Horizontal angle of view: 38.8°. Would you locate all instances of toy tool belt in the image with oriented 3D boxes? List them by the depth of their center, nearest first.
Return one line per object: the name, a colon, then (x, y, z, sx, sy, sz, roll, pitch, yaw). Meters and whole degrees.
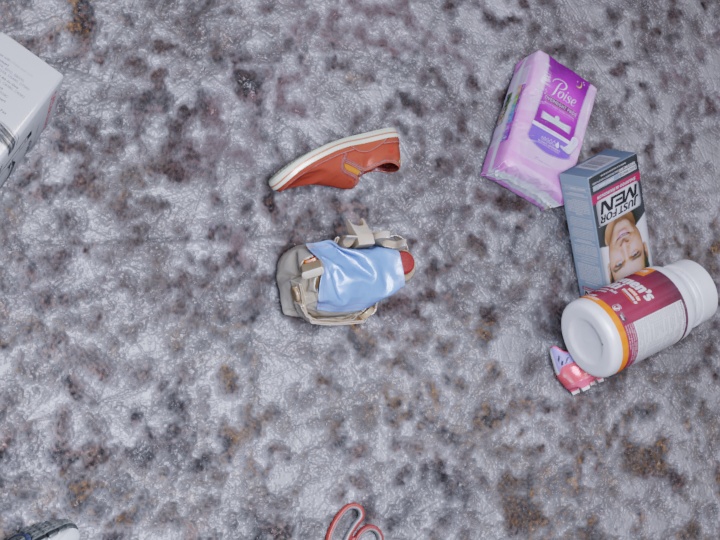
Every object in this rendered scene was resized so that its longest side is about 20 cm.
toy tool belt: (0.000, 0.000, 1.272, 0.199, 0.123, 0.126, -11, 83, -26)

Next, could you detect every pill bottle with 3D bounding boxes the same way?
pill bottle: (0.378, 0.059, 1.377, 0.199, 0.109, 0.110, -22, 87, -25)

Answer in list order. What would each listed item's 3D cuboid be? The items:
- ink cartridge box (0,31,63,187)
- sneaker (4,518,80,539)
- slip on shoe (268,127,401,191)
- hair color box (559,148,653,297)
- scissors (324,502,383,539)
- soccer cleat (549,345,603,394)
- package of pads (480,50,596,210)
ink cartridge box: (-0.415, -0.136, 1.106, 0.084, 0.146, 0.201, 34, 67, -12)
sneaker: (-0.371, 0.343, 1.068, 0.200, 0.074, 0.087, -42, 108, -19)
slip on shoe: (-0.027, -0.133, 1.322, 0.199, 0.074, 0.062, -20, 89, -31)
hair color box: (0.348, -0.057, 1.432, 0.099, 0.060, 0.201, -27, 115, -26)
scissors: (-0.041, 0.377, 1.230, 0.073, 0.014, 0.201, 41, 66, -13)
soccer cleat: (0.353, 0.103, 1.441, 0.199, 0.067, 0.077, -26, 85, -24)
package of pads: (0.257, -0.198, 1.459, 0.120, 0.076, 0.201, 28, 69, -20)
